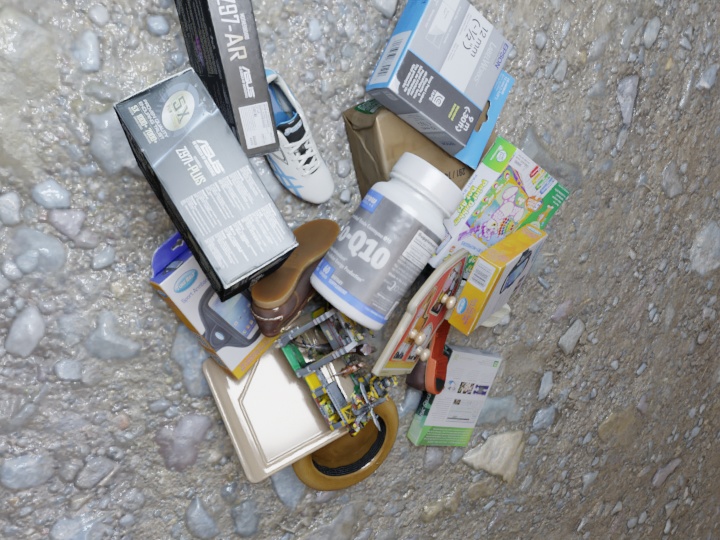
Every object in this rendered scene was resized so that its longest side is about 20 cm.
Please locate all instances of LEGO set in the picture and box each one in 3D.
[{"bbox_3d":[-0.009,0.119,0.728,0.153,0.115,0.202,-12,74,-56],"label":"LEGO set"}]

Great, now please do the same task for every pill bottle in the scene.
[{"bbox_3d":[0.035,-0.037,0.655,0.113,0.114,0.201,32,94,-35],"label":"pill bottle"}]

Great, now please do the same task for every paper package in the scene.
[{"bbox_3d":[0.096,-0.170,0.765,0.198,0.103,0.193,-25,118,-20],"label":"paper package"}]

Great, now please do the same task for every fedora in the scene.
[{"bbox_3d":[-0.032,0.267,0.868,0.198,0.082,0.203,-11,114,-27],"label":"fedora"}]

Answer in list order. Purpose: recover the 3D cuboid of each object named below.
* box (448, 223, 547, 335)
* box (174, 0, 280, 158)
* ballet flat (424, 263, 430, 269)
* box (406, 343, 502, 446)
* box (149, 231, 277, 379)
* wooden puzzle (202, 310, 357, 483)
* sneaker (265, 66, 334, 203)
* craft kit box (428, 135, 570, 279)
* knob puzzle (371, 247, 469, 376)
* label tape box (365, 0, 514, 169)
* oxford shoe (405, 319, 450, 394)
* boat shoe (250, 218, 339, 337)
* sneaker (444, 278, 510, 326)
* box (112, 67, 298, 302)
[{"bbox_3d":[0.211,0.006,0.773,0.199,0.041,0.120,-28,144,-48],"label":"box"},{"bbox_3d":[-0.150,-0.233,0.559,0.043,0.160,0.203,-19,116,-22],"label":"box"},{"bbox_3d":[0.066,-0.001,0.846,0.064,0.067,0.200,45,81,-7],"label":"ballet flat"},{"bbox_3d":[0.184,0.248,1.020,0.143,0.036,0.202,14,99,-34],"label":"box"},{"bbox_3d":[-0.181,0.032,0.689,0.119,0.041,0.201,-48,128,-26],"label":"box"},{"bbox_3d":[-0.108,0.179,0.770,0.198,0.037,0.187,-22,81,-24],"label":"wooden puzzle"},{"bbox_3d":[-0.090,-0.165,0.675,0.072,0.072,0.201,-41,125,-13],"label":"sneaker"},{"bbox_3d":[0.207,-0.075,0.791,0.199,0.049,0.198,15,118,-46],"label":"craft kit box"},{"bbox_3d":[0.103,0.062,0.725,0.220,0.030,0.221,-46,155,-29],"label":"knob puzzle"},{"bbox_3d":[0.123,-0.238,0.660,0.199,0.066,0.145,27,88,-28],"label":"label tape box"},{"bbox_3d":[0.112,0.107,0.903,0.071,0.072,0.203,16,80,-56],"label":"oxford shoe"},{"bbox_3d":[-0.086,0.005,0.710,0.200,0.070,0.071,-53,150,-44],"label":"boat shoe"},{"bbox_3d":[0.170,0.036,0.880,0.199,0.085,0.075,23,121,-43],"label":"sneaker"},{"bbox_3d":[-0.163,-0.078,0.563,0.086,0.164,0.201,-32,91,-17],"label":"box"}]
